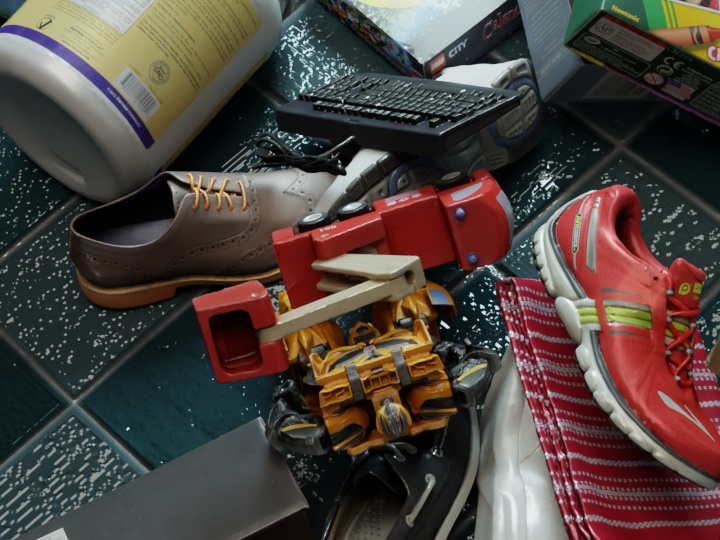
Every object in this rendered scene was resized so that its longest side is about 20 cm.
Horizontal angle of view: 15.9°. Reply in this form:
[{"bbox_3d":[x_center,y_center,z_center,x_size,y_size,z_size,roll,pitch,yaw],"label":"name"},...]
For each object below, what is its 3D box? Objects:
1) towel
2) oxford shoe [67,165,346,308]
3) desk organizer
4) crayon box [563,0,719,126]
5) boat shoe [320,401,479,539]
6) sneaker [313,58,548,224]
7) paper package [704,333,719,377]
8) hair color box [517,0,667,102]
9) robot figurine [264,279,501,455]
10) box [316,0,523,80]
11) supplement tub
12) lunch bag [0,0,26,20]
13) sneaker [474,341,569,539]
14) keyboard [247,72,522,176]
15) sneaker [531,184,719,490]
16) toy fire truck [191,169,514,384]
[{"bbox_3d":[0.166,0.089,1.535,0.145,0.022,0.200,6,51,-28],"label":"towel"},{"bbox_3d":[-0.092,-0.032,1.672,0.200,0.073,0.071,-19,55,-3],"label":"oxford shoe"},{"bbox_3d":[-0.128,0.176,1.537,0.200,0.077,0.072,-26,56,-8],"label":"desk organizer"},{"bbox_3d":[0.245,-0.181,1.664,0.200,0.058,0.173,25,59,-14],"label":"crayon box"},{"bbox_3d":[0.015,0.138,1.537,0.074,0.060,0.200,-7,51,39],"label":"boat shoe"},{"bbox_3d":[0.036,-0.072,1.675,0.087,0.075,0.200,10,37,45],"label":"sneaker"},{"bbox_3d":[0.336,0.043,1.490,0.200,0.104,0.191,37,39,28],"label":"paper package"},{"bbox_3d":[0.154,-0.213,1.706,0.099,0.061,0.200,-2,68,-26],"label":"hair color box"},{"bbox_3d":[0.004,0.053,1.552,0.145,0.058,0.200,-18,17,-2],"label":"robot figurine"},{"bbox_3d":[0.076,-0.226,1.792,0.200,0.038,0.137,-38,59,-15],"label":"box"},{"bbox_3d":[-0.144,-0.159,1.722,0.145,0.145,0.200,29,66,26],"label":"supplement tub"},{"bbox_3d":[-0.198,-0.267,1.853,0.151,0.094,0.200,31,55,27],"label":"lunch bag"},{"bbox_3d":[0.117,0.119,1.548,0.088,0.075,0.200,11,54,-7],"label":"sneaker"},{"bbox_3d":[0.003,-0.095,1.643,0.127,0.021,0.200,-33,23,-24],"label":"keyboard"},{"bbox_3d":[0.168,0.033,1.493,0.085,0.077,0.200,-37,60,20],"label":"sneaker"},{"bbox_3d":[0.000,0.000,1.537,0.200,0.049,0.141,-16,17,-1],"label":"toy fire truck"}]
